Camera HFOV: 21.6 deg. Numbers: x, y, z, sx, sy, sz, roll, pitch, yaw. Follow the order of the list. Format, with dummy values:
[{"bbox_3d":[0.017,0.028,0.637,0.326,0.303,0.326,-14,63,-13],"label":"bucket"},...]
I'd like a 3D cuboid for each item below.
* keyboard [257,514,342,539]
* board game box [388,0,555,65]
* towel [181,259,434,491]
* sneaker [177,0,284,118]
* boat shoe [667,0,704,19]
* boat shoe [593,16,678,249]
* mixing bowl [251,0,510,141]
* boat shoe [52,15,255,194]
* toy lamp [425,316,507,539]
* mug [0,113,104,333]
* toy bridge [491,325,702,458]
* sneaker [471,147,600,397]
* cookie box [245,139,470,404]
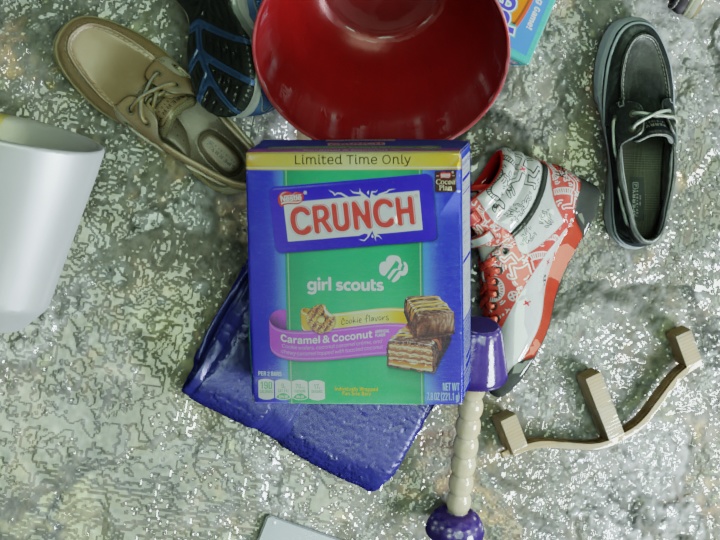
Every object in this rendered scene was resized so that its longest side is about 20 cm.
[{"bbox_3d":[0.001,0.267,1.619,0.200,0.011,0.056,22,84,-16],"label":"keyboard"},{"bbox_3d":[0.078,-0.279,1.571,0.200,0.045,0.152,22,89,-17],"label":"board game box"},{"bbox_3d":[-0.034,0.080,1.576,0.200,0.050,0.148,30,94,-16],"label":"towel"},{"bbox_3d":[-0.105,-0.217,1.522,0.076,0.077,0.201,-8,82,27],"label":"sneaker"},{"bbox_3d":[0.280,-0.318,1.614,0.065,0.072,0.201,9,96,-3],"label":"boat shoe"},{"bbox_3d":[0.246,-0.117,1.617,0.072,0.071,0.201,-6,96,-14],"label":"boat shoe"},{"bbox_3d":[0.016,-0.201,1.489,0.199,0.109,0.201,0,128,0],"label":"mixing bowl"},{"bbox_3d":[-0.156,-0.135,1.511,0.200,0.065,0.071,36,85,-15],"label":"boat shoe"},{"bbox_3d":[0.088,0.134,1.573,0.058,0.058,0.201,0,115,-15],"label":"toy lamp"},{"bbox_3d":[-0.297,-0.042,1.463,0.149,0.186,0.154,1,106,-47],"label":"mug"},{"bbox_3d":[0.210,0.119,1.651,0.200,0.027,0.067,-25,102,-11],"label":"toy bridge"},{"bbox_3d":[0.116,-0.003,1.596,0.108,0.067,0.202,25,85,-15],"label":"sneaker"},{"bbox_3d":[0.000,0.000,1.481,0.171,0.075,0.201,0,100,7],"label":"cookie box"}]
